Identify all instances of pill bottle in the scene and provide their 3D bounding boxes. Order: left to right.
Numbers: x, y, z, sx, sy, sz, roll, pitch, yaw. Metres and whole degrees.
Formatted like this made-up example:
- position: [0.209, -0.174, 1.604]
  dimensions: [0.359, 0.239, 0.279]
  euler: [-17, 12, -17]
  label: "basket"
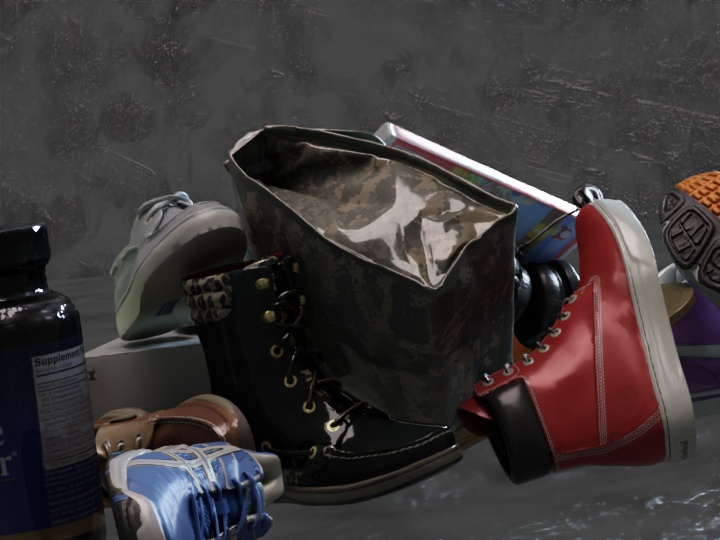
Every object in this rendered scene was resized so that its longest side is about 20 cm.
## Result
- position: [-0.218, 0.076, 1.270]
  dimensions: [0.111, 0.202, 0.112]
  euler: [-7, 5, 1]
  label: "pill bottle"

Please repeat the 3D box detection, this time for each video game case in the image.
- position: [0.052, -0.024, 1.522]
  dimensions: [0.199, 0.018, 0.143]
  euler: [21, -51, -34]
  label: "video game case"

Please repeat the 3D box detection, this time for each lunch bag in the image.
- position: [0.000, 0.000, 1.418]
  dimensions: [0.199, 0.165, 0.118]
  euler: [27, 52, 26]
  label: "lunch bag"

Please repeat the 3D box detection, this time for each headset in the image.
- position: [0.117, 0.025, 1.508]
  dimensions: [0.123, 0.201, 0.094]
  euler: [16, 29, -33]
  label: "headset"

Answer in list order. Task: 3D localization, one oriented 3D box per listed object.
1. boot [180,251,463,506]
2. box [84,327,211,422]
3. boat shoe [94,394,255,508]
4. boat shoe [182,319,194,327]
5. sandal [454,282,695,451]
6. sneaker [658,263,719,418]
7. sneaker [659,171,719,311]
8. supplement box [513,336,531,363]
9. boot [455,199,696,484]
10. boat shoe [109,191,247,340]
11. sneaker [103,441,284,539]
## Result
- position: [-0.033, 0.067, 1.340]
  dimensions: [0.203, 0.155, 0.073]
  euler: [-7, 8, 44]
  label: "boot"
- position: [-0.123, 0.093, 1.564]
  dimensions: [0.123, 0.098, 0.200]
  euler: [-6, 4, 9]
  label: "box"
- position: [-0.138, 0.127, 1.378]
  dimensions: [0.071, 0.076, 0.199]
  euler: [-17, 1, -37]
  label: "boat shoe"
- position: [-0.112, 0.009, 1.610]
  dimensions: [0.068, 0.057, 0.200]
  euler: [-7, 4, -4]
  label: "boat shoe"
- position: [0.148, 0.086, 1.455]
  dimensions: [0.211, 0.070, 0.078]
  euler: [-29, 19, 8]
  label: "sandal"
- position: [0.277, 0.038, 1.513]
  dimensions: [0.199, 0.115, 0.072]
  euler: [-9, 3, -31]
  label: "sneaker"
- position: [0.271, 0.022, 1.444]
  dimensions: [0.075, 0.201, 0.092]
  euler: [-30, -33, -3]
  label: "sneaker"
- position: [0.168, 0.057, 1.749]
  dimensions: [0.066, 0.069, 0.200]
  euler: [-6, 6, 15]
  label: "supplement box"
- position: [0.125, 0.043, 1.362]
  dimensions: [0.143, 0.201, 0.073]
  euler: [-9, -38, 0]
  label: "boot"
- position: [-0.135, -0.014, 1.453]
  dimensions: [0.070, 0.072, 0.201]
  euler: [-11, -16, -25]
  label: "boat shoe"
- position: [-0.094, 0.129, 1.196]
  dimensions: [0.076, 0.076, 0.200]
  euler: [-11, 5, 7]
  label: "sneaker"
